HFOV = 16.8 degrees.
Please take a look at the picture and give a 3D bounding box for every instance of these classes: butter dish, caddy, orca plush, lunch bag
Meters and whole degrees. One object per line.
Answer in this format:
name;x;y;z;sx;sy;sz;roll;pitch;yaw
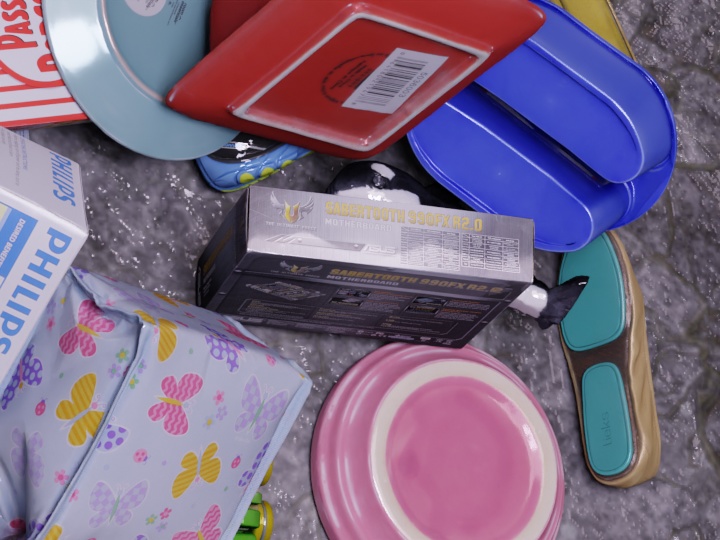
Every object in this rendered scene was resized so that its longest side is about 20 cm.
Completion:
butter dish;-0.014;-0.184;1.632;0.199;0.200;0.148;14;51;-42
caddy;0.128;-0.106;1.731;0.200;0.142;0.105;37;27;4
orca plush;0.074;-0.037;1.743;0.200;0.105;0.071;23;68;-4
lunch bag;-0.156;0.115;1.544;0.169;0.127;0.200;19;98;-49

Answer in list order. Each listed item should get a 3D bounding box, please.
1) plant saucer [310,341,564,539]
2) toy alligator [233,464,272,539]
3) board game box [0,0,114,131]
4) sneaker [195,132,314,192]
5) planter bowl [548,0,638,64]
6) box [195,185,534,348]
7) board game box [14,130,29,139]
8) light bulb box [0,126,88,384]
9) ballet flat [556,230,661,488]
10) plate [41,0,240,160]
plant saucer;0.064;0.142;1.725;0.200;0.051;0.201;8;72;-25
toy alligator;-0.087;0.172;1.627;0.059;0.054;0.201;7;71;-24
board game box;-0.205;-0.171;1.615;0.200;0.046;0.152;-12;92;-43
sneaker;-0.039;-0.129;1.745;0.199;0.071;0.083;-30;95;-28
planter bowl;0.148;-0.178;1.823;0.083;0.200;0.201;-25;86;6
box;0.000;0.000;1.656;0.199;0.158;0.048;6;70;-14
board game box;-0.281;-0.156;1.628;0.199;0.062;0.201;-4;78;-33
light bulb box;-0.300;-0.008;1.490;0.200;0.125;0.199;27;106;-18
ballet flat;0.188;0.065;1.816;0.063;0.068;0.201;14;68;-53
plate;-0.128;-0.174;1.639;0.200;0.026;0.201;7;80;-43
